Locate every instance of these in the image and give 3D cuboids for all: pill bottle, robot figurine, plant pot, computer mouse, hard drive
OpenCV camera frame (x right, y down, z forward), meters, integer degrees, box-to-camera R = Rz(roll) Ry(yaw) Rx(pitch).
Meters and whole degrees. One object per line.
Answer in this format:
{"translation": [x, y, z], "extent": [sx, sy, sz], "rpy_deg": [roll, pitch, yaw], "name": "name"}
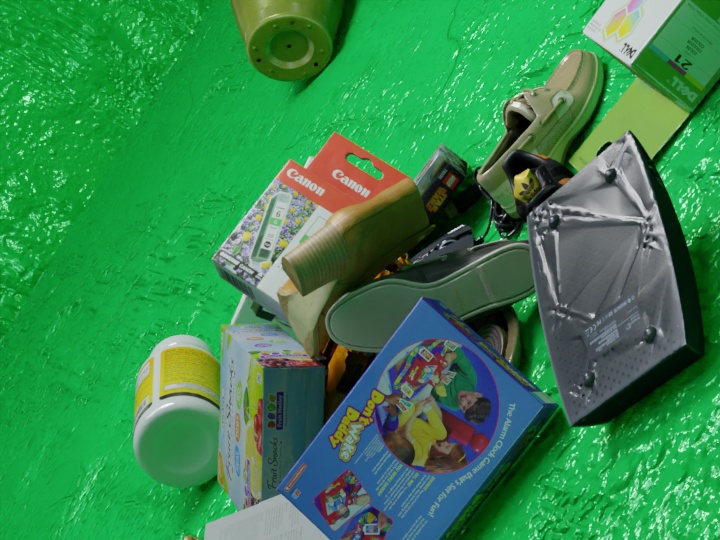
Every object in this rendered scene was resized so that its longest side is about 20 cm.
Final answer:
{"translation": [-0.207, 0.157, 1.972], "extent": [0.113, 0.112, 0.200], "rpy_deg": [-50, 20, 16], "name": "pill bottle"}
{"translation": [0.001, 0.055, 1.625], "extent": [0.201, 0.058, 0.145], "rpy_deg": [-64, 30, 22], "name": "robot figurine"}
{"translation": [-0.108, -0.391, 2.529], "extent": [0.200, 0.199, 0.194], "rpy_deg": [-42, 35, 35], "name": "plant pot"}
{"translation": [0.077, -0.023, 1.671], "extent": [0.200, 0.046, 0.141], "rpy_deg": [-48, 22, 23], "name": "computer mouse"}
{"translation": [0.192, 0.009, 1.275], "extent": [0.135, 0.042, 0.201], "rpy_deg": [-42, 42, 37], "name": "hard drive"}

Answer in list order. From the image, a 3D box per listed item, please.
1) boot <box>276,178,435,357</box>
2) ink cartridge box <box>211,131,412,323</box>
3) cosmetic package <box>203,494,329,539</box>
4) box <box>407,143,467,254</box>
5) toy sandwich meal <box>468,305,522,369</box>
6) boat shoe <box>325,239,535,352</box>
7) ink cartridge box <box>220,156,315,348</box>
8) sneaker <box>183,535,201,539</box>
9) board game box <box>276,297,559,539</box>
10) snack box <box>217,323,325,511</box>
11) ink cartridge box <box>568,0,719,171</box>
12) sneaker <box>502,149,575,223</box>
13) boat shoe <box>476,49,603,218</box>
{"translation": [0.000, -0.001, 1.521], "extent": [0.143, 0.071, 0.202], "rpy_deg": [-30, -20, -14], "name": "boot"}
{"translation": [-0.047, -0.052, 1.706], "extent": [0.201, 0.109, 0.050], "rpy_deg": [-53, -20, -16], "name": "ink cartridge box"}
{"translation": [-0.067, 0.273, 1.457], "extent": [0.150, 0.052, 0.201], "rpy_deg": [-25, 29, 16], "name": "cosmetic package"}
{"translation": [0.037, -0.035, 1.742], "extent": [0.201, 0.040, 0.137], "rpy_deg": [-54, 3, 10], "name": "box"}
{"translation": [0.060, 0.102, 1.475], "extent": [0.205, 0.070, 0.206], "rpy_deg": [-47, 21, 25], "name": "toy sandwich meal"}
{"translation": [0.068, 0.022, 1.469], "extent": [0.198, 0.067, 0.057], "rpy_deg": [-18, 6, 8], "name": "boat shoe"}
{"translation": [-0.069, -0.003, 1.847], "extent": [0.200, 0.083, 0.145], "rpy_deg": [119, 174, -49], "name": "ink cartridge box"}
{"translation": [-0.148, 0.319, 1.629], "extent": [0.200, 0.074, 0.091], "rpy_deg": [-153, 80, -81], "name": "sneaker"}
{"translation": [0.044, 0.142, 1.356], "extent": [0.201, 0.134, 0.045], "rpy_deg": [-52, -19, 10], "name": "board game box"}
{"translation": [-0.090, 0.153, 1.651], "extent": [0.200, 0.067, 0.170], "rpy_deg": [-149, 60, -73], "name": "snack box"}
{"translation": [0.239, -0.174, 1.473], "extent": [0.200, 0.076, 0.148], "rpy_deg": [-52, 19, 9], "name": "ink cartridge box"}
{"translation": [0.166, -0.043, 1.420], "extent": [0.070, 0.090, 0.200], "rpy_deg": [-51, 20, 13], "name": "sneaker"}
{"translation": [0.169, -0.143, 1.599], "extent": [0.072, 0.065, 0.201], "rpy_deg": [-26, 30, 57], "name": "boat shoe"}
